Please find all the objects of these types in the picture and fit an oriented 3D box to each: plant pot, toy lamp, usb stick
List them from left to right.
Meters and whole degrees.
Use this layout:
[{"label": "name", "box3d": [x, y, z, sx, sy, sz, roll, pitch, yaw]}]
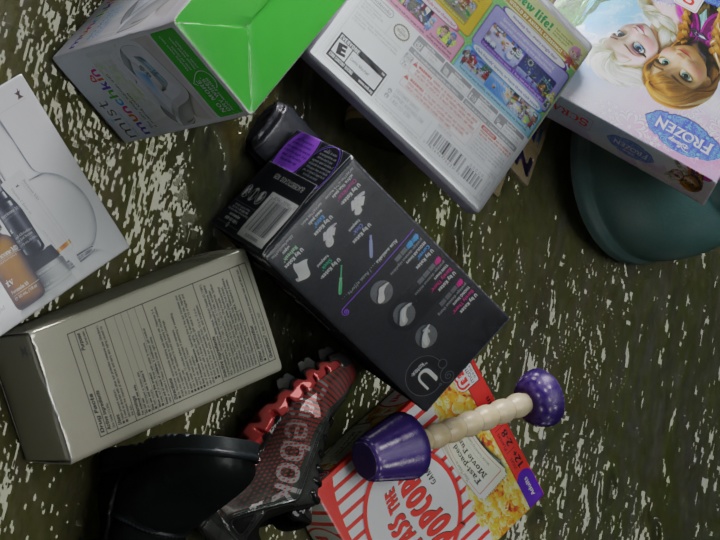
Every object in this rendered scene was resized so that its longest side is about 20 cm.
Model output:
[{"label": "usb stick", "box3d": [-0.017, -0.058, 1.648, 0.200, 0.033, 0.055, 45, 64, -27]}, {"label": "toy lamp", "box3d": [0.078, 0.128, 1.636, 0.200, 0.058, 0.058, -16, 96, -39]}, {"label": "plant pot", "box3d": [0.303, -0.104, 1.814, 0.200, 0.134, 0.201, -1, 92, -45]}]

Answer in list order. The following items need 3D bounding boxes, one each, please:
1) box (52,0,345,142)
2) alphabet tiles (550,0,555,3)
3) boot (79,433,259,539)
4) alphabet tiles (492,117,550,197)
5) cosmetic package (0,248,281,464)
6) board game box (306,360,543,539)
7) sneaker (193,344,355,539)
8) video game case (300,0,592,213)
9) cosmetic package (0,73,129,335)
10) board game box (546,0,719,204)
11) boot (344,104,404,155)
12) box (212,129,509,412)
[{"label": "box", "box3d": [-0.102, -0.202, 1.504, 0.097, 0.176, 0.200, 50, 60, -24]}, {"label": "alphabet tiles", "box3d": [0.197, -0.273, 1.808, 0.167, 0.008, 0.200, 39, 59, -45]}, {"label": "boot", "box3d": [-0.141, 0.204, 1.438, 0.073, 0.198, 0.163, 14, 72, -33]}, {"label": "alphabet tiles", "box3d": [0.106, -0.167, 1.700, 0.200, 0.006, 0.167, 44, 57, -42]}, {"label": "cosmetic package", "box3d": [-0.167, 0.062, 1.500, 0.200, 0.071, 0.105, -21, 99, -37]}, {"label": "board game box", "box3d": [0.048, 0.184, 1.671, 0.200, 0.046, 0.152, -40, 110, -32]}, {"label": "sneaker", "box3d": [-0.059, 0.146, 1.565, 0.098, 0.071, 0.200, 43, 62, -1]}, {"label": "video game case", "box3d": [0.072, -0.177, 1.617, 0.200, 0.022, 0.182, 42, 72, -21]}, {"label": "cosmetic package", "box3d": [-0.284, -0.026, 1.422, 0.200, 0.052, 0.151, -38, 99, -33]}, {"label": "board game box", "box3d": [0.255, -0.185, 1.727, 0.200, 0.041, 0.200, 29, 63, 7]}, {"label": "boot", "box3d": [0.063, -0.195, 1.704, 0.175, 0.066, 0.200, 17, 77, -48]}, {"label": "box", "box3d": [0.000, 0.000, 1.583, 0.106, 0.122, 0.200, -48, 116, -5]}]
